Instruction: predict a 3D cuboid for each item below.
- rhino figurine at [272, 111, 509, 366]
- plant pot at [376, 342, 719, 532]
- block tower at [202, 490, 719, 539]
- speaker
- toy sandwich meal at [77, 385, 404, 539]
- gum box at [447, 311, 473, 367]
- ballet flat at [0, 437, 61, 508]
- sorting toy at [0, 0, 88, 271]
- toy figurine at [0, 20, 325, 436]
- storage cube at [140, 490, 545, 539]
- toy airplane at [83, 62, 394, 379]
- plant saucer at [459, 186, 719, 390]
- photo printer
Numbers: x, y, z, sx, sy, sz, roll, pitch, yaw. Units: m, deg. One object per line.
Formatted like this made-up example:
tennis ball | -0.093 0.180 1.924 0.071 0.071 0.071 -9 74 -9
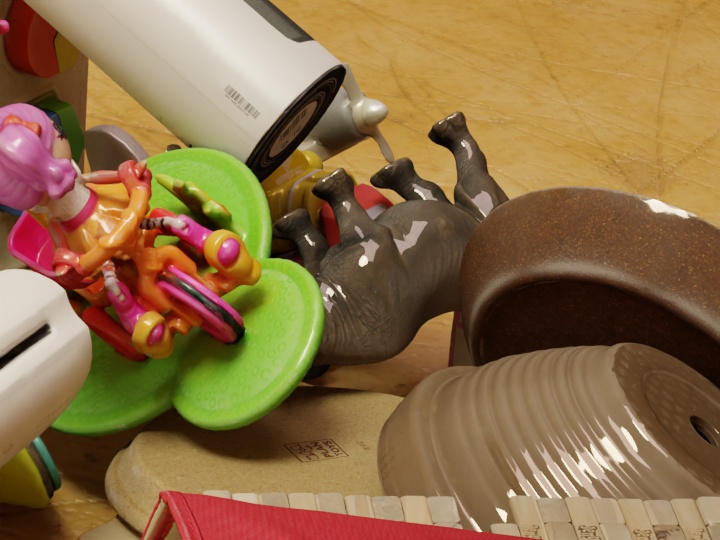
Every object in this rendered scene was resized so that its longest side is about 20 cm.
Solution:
rhino figurine | 0.000 0.000 1.064 0.199 0.060 0.088 -29 78 -38
plant pot | 0.112 0.096 0.916 0.200 0.093 0.201 34 23 -16
block tower | 0.044 0.115 0.793 0.198 0.058 0.054 1 27 -8
speaker | -0.106 -0.132 1.090 0.200 0.081 0.081 41 37 8
toy sandwich meal | -0.023 0.113 0.987 0.203 0.071 0.205 2 17 -1
gum box | 0.157 0.037 1.149 0.199 0.067 0.114 16 31 20
ballet flat | -0.201 0.066 1.055 0.067 0.067 0.200 -28 35 -14
sorting toy | -0.192 -0.084 1.170 0.036 0.201 0.185 16 30 26
toy figurine | -0.134 -0.028 0.958 0.199 0.184 0.151 26 78 47
storage cube | 0.012 0.194 0.688 0.178 0.201 0.171 10 24 -24
toy airplane | -0.070 -0.045 1.184 0.197 0.142 0.200 0 29 -9
plant saucer | 0.126 0.049 1.005 0.199 0.201 0.035 19 51 23
photo printer | -0.206 0.076 0.895 0.199 0.070 0.166 -29 7 42
